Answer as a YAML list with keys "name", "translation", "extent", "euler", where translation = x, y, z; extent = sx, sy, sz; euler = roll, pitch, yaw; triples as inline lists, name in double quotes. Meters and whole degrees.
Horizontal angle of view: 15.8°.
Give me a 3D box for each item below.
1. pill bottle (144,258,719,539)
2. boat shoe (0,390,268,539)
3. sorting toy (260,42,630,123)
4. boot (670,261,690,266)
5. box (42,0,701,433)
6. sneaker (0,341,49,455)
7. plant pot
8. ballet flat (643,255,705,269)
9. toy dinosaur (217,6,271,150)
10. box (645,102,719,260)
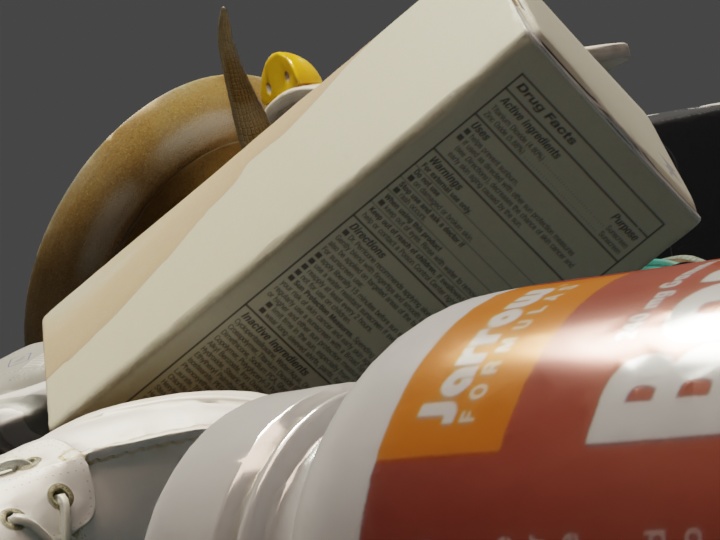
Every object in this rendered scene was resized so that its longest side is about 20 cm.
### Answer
- name: "pill bottle"
  translation: [0.061, 0.054, 0.413]
  extent: [0.200, 0.112, 0.112]
  euler: [-8, 4, 41]
- name: "boat shoe"
  translation: [-0.103, 0.091, 0.757]
  extent: [0.200, 0.071, 0.069]
  euler: [-20, 5, -2]
- name: "sorting toy"
  translation: [0.043, -0.045, 1.216]
  extent: [0.180, 0.107, 0.200]
  euler: [-18, -35, -31]
- name: "boot"
  translation: [0.077, 0.009, 0.886]
  extent: [0.070, 0.200, 0.132]
  euler: [37, -25, -28]
- name: "box"
  translation: [0.000, 0.000, 0.838]
  extent: [0.200, 0.095, 0.078]
  euler: [-38, 27, 12]
- name: "sneaker"
  translation: [-0.085, 0.042, 0.941]
  extent: [0.200, 0.075, 0.082]
  euler: [-13, 29, 1]
- name: "plant pot"
  translation: [-0.077, 0.003, 1.261]
  extent: [0.200, 0.200, 0.027]
  euler: [-14, 34, -44]
- name: "ballet flat"
  translation: [0.142, 0.040, 0.866]
  extent: [0.071, 0.069, 0.200]
  euler: [14, 3, -18]
- name: "toy dinosaur"
  translation: [-0.027, 0.006, 0.998]
  extent: [0.101, 0.200, 0.058]
  euler: [-31, -12, 29]
- name: "box"
  translation: [0.083, 0.005, 1.063]
  extent: [0.200, 0.122, 0.106]
  euler: [-14, 4, -33]
